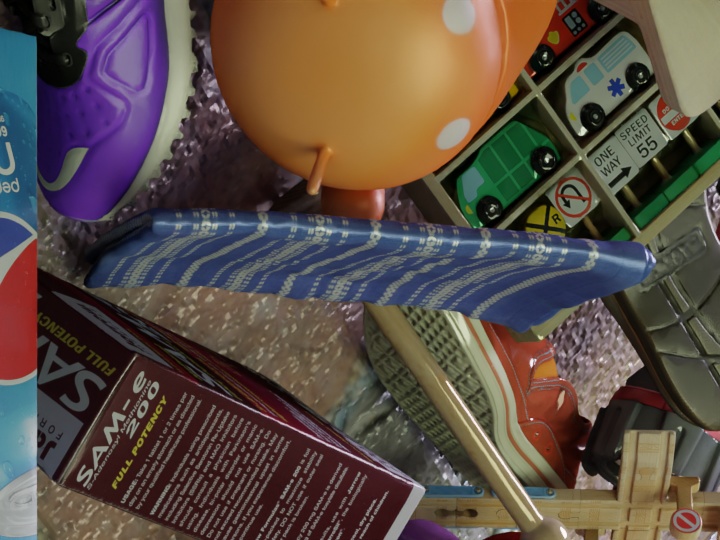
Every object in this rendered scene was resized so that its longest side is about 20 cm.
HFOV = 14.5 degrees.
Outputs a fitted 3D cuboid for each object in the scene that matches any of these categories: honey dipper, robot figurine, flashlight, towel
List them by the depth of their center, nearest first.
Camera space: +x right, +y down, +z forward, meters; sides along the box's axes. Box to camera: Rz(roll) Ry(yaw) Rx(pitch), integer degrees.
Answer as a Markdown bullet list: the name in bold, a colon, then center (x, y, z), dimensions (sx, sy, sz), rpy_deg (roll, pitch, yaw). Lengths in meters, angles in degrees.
- **robot figurine**: center (0.011, -0.100, 1.090), dimensions (0.144, 0.117, 0.200), rpy_deg (-39, -173, 27)
- **towel**: center (0.000, 0.000, 1.108), dimensions (0.199, 0.145, 0.024), rpy_deg (4, 82, -16)
- **honey dipper**: center (0.032, 0.045, 1.213), dimensions (0.038, 0.038, 0.200), rpy_deg (-40, 102, -20)
- **flashlight**: center (0.171, 0.016, 1.360), dimensions (0.068, 0.068, 0.201), rpy_deg (34, 70, -29)

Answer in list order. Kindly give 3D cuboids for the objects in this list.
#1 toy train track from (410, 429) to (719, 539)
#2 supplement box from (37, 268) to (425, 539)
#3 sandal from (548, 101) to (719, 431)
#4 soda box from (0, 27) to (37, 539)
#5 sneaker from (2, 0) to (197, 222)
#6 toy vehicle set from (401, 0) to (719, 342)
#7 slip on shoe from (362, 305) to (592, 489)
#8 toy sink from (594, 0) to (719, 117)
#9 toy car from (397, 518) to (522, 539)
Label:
- **toy train track**: center (0.086, 0.119, 1.302), dimensions (0.198, 0.033, 0.115), rpy_deg (1, 140, 1)
- **supplement box**: center (-0.075, 0.063, 1.144), dimensions (0.200, 0.109, 0.061), rpy_deg (28, 94, -51)
- **sandal**: center (0.129, -0.021, 1.300), dimensions (0.081, 0.055, 0.201), rpy_deg (-30, 100, -21)
- **soda box**: center (-0.157, 0.015, 0.992), dimensions (0.064, 0.068, 0.202), rpy_deg (9, 75, -47)
- **sneaker**: center (-0.110, -0.117, 1.036), dimensions (0.099, 0.069, 0.201), rpy_deg (0, 109, -38)
- **toy vehicle set**: center (0.107, -0.079, 1.250), dimensions (0.200, 0.026, 0.125), rpy_deg (-42, 102, -19)
- **slip on shoe**: center (0.057, 0.047, 1.302), dimensions (0.061, 0.074, 0.200), rpy_deg (-60, 144, -18)
- **toy sink**: center (0.119, -0.188, 1.181), dimensions (0.130, 0.112, 0.201), rpy_deg (-42, 137, -17)
- **toy car**: center (0.036, 0.185, 1.248), dimensions (0.199, 0.175, 0.151), rpy_deg (5, 90, -36)
